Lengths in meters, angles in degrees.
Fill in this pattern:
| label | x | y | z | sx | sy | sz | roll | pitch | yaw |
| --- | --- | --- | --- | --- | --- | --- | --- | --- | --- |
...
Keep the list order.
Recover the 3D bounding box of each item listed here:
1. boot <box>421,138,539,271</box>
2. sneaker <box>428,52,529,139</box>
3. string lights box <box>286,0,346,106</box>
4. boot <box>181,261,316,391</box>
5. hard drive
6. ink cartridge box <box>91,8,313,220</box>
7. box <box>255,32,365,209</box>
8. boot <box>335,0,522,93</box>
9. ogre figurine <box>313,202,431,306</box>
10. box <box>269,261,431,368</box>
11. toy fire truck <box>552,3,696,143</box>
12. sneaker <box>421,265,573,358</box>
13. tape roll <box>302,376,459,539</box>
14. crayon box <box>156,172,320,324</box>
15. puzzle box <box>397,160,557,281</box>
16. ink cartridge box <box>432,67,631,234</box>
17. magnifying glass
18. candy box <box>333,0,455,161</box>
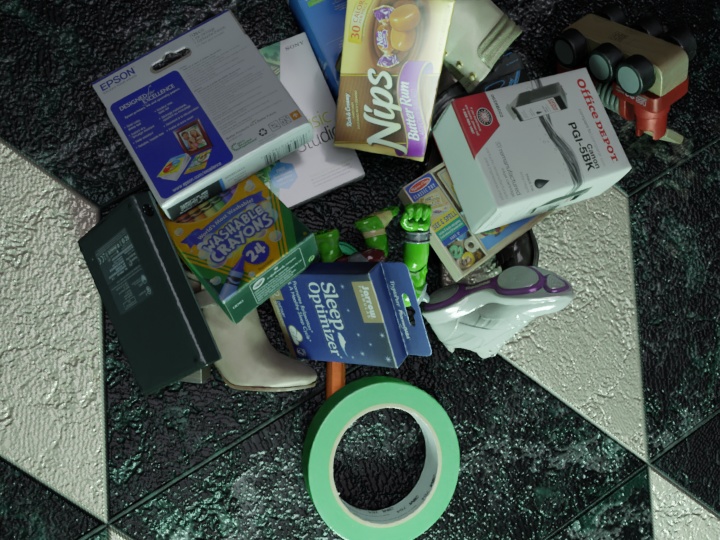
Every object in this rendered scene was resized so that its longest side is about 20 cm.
| label | x | y | z | sx | sy | sz | roll | pitch | yaw |
| --- | --- | --- | --- | --- | --- | --- | --- | --- | --- |
| boot | 0.147 | -0.063 | 0.917 | 0.170 | 0.069 | 0.205 | 10 | 74 | -10 |
| sneaker | 0.154 | -0.215 | 0.915 | 0.198 | 0.073 | 0.083 | -32 | 94 | -18 |
| string lights box | -0.016 | -0.306 | 0.900 | 0.101 | 0.059 | 0.203 | -26 | 91 | -12 |
| boot | -0.147 | 0.062 | 0.832 | 0.195 | 0.070 | 0.150 | 3 | 97 | -2 |
| hard drive | -0.245 | 0.032 | 0.791 | 0.033 | 0.138 | 0.204 | -21 | 87 | -51 |
| ink cartridge box | -0.188 | -0.188 | 0.819 | 0.195 | 0.047 | 0.201 | -31 | 67 | -10 |
| box | -0.096 | -0.185 | 0.887 | 0.142 | 0.036 | 0.203 | -24 | 89 | -12 |
| boot | 0.080 | -0.270 | 0.835 | 0.200 | 0.072 | 0.155 | -42 | 101 | 11 |
| ogre figurine | 0.000 | 0.000 | 0.839 | 0.196 | 0.098 | 0.122 | -19 | 100 | -6 |
| box | -0.020 | 0.050 | 0.799 | 0.032 | 0.197 | 0.123 | -42 | 122 | -46 |
| toy fire truck | 0.369 | -0.243 | 0.947 | 0.127 | 0.176 | 0.202 | -33 | 134 | -12 |
| sneaker | 0.177 | 0.055 | 0.868 | 0.101 | 0.197 | 0.075 | 62 | 39 | -19 |
| tape roll | 0.026 | 0.238 | 0.866 | 0.196 | 0.048 | 0.206 | 0 | 91 | -15 |
| crayon box | -0.155 | -0.052 | 0.801 | 0.125 | 0.052 | 0.200 | -37 | 59 | -15 |
| puzzle box | 0.160 | -0.095 | 0.880 | 0.198 | 0.025 | 0.134 | -34 | 84 | -20 |
| ink cartridge box | 0.209 | -0.150 | 0.850 | 0.196 | 0.083 | 0.150 | -18 | 78 | -17 |
| magnifying glass | -0.031 | 0.065 | 0.892 | 0.078 | 0.022 | 0.205 | 2 | 84 | -12 |
| candy box | 0.034 | -0.230 | 0.789 | 0.114 | 0.203 | 0.057 | 10 | 43 | 0 |
